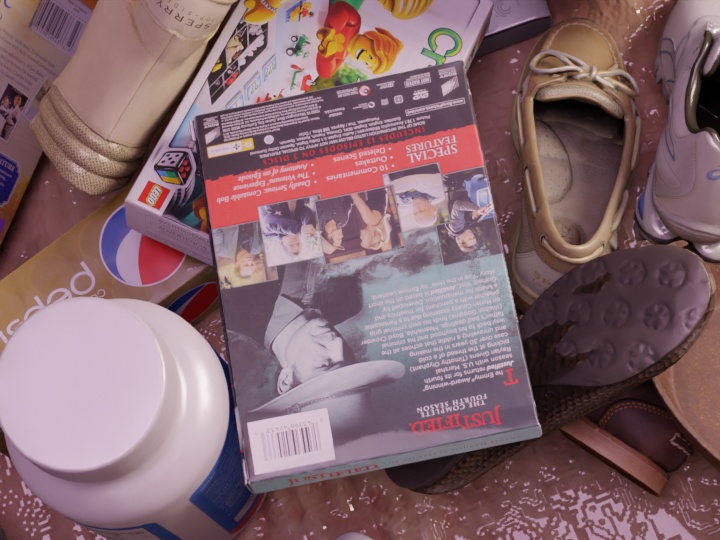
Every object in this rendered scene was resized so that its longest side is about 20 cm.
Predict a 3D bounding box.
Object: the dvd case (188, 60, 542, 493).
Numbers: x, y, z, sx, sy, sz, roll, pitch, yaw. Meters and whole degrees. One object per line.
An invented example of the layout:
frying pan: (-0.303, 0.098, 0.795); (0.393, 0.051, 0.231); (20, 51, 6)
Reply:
dvd case: (0.000, 0.000, 0.949); (0.145, 0.022, 0.201); (-12, 66, 3)

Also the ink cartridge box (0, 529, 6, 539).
ink cartridge box: (-0.245, 0.222, 0.955); (0.200, 0.198, 0.043); (-41, 117, -5)

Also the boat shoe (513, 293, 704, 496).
boat shoe: (0.093, 0.038, 1.015); (0.200, 0.070, 0.070); (32, 88, 6)

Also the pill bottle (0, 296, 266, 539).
pill bottle: (-0.113, 0.077, 0.960); (0.112, 0.200, 0.113); (-2, 74, 7)

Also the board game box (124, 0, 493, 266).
board game box: (-0.025, -0.085, 1.028); (0.126, 0.035, 0.201); (24, 66, 7)

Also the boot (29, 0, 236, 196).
boot: (-0.123, -0.137, 1.069); (0.073, 0.200, 0.156); (25, 109, -20)

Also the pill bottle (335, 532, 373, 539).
pill bottle: (-0.027, 0.237, 0.951); (0.109, 0.109, 0.200); (37, 81, 15)

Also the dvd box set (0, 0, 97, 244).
dvd box set: (-0.227, -0.095, 1.049); (0.029, 0.146, 0.201); (17, 80, 35)

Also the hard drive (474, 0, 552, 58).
hard drive: (0.016, -0.209, 1.117); (0.131, 0.026, 0.201); (-20, 72, 1)

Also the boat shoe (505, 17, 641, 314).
boat shoe: (0.115, -0.066, 1.015); (0.073, 0.063, 0.201); (14, 52, 1)

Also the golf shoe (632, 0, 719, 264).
golf shoe: (0.197, -0.102, 1.008); (0.078, 0.097, 0.201); (12, 53, 1)

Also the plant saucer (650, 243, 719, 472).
plant saucer: (0.231, 0.060, 0.968); (0.199, 0.037, 0.201); (9, 44, -9)

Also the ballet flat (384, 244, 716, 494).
ballet flat: (0.095, 0.053, 0.947); (0.200, 0.046, 0.068); (-37, 57, 25)

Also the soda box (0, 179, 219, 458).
soda box: (-0.138, 0.015, 1.053); (0.200, 0.064, 0.068); (-37, 73, -4)
